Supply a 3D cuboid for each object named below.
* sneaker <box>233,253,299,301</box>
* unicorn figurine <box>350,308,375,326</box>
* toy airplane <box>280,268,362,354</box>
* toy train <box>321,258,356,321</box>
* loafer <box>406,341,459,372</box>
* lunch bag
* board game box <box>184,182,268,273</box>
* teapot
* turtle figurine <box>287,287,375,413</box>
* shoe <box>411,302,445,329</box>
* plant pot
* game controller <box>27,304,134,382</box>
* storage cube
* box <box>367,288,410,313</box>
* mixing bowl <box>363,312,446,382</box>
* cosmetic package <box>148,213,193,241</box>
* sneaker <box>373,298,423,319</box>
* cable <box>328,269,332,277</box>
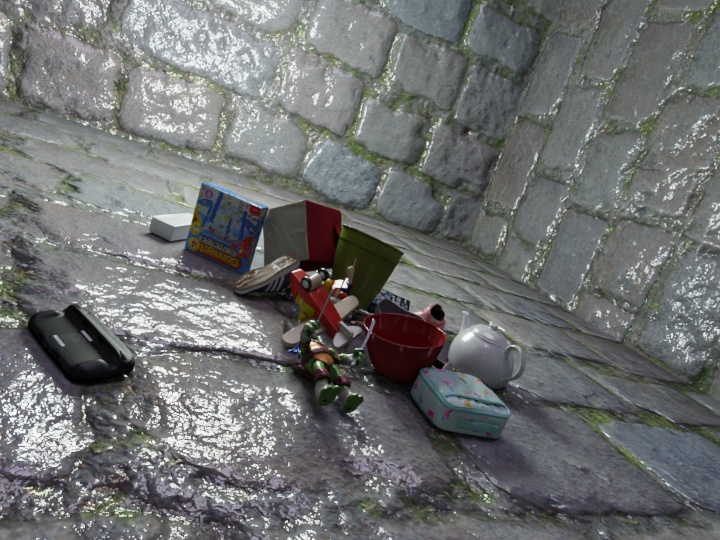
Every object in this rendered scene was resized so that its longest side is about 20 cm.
[{"bbox_3d":[-0.240,0.043,1.434,0.197,0.111,0.070,-28,43,-31],"label":"sneaker"},{"bbox_3d":[0.045,0.146,1.433,0.134,0.076,0.200,18,13,-10],"label":"unicorn figurine"},{"bbox_3d":[-0.093,0.114,1.261,0.196,0.141,0.204,24,48,-27],"label":"toy airplane"},{"bbox_3d":[-0.077,0.040,1.397,0.112,0.205,0.085,13,32,5],"label":"toy train"},{"bbox_3d":[0.190,0.240,1.312,0.196,0.064,0.072,25,13,13],"label":"loafer"},{"bbox_3d":[0.219,0.283,1.152,0.195,0.079,0.160,15,14,-27],"label":"lunch bag"},{"bbox_3d":[-0.386,-0.123,1.545,0.195,0.201,0.056,22,13,8],"label":"board game box"},{"bbox_3d":[0.342,0.217,1.468,0.196,0.150,0.197,24,13,10],"label":"teapot"},{"bbox_3d":[-0.047,0.155,1.031,0.195,0.146,0.196,-23,44,-4],"label":"turtle figurine"},{"bbox_3d":[0.225,0.147,1.622,0.090,0.074,0.198,-25,-21,33],"label":"shoe"},{"bbox_3d":[0.000,0.000,1.531,0.196,0.198,0.200,24,1,0],"label":"plant pot"},{"bbox_3d":[-0.449,0.115,0.863,0.197,0.043,0.103,30,30,33],"label":"game controller"},{"bbox_3d":[-0.168,-0.095,1.581,0.195,0.177,0.178,-8,-8,31],"label":"storage cube"},{"bbox_3d":[0.058,0.102,1.694,0.193,0.051,0.200,22,14,3],"label":"box"},{"bbox_3d":[0.094,0.186,1.241,0.194,0.112,0.201,8,15,-2],"label":"mixing bowl"},{"bbox_3d":[-0.552,-0.134,1.650,0.081,0.052,0.200,21,13,11],"label":"cosmetic package"},{"bbox_3d":[0.124,0.155,1.542,0.198,0.073,0.085,38,-28,-3],"label":"sneaker"},{"bbox_3d":[-0.028,0.007,1.889,0.195,0.071,0.200,20,13,-7],"label":"cable"}]
